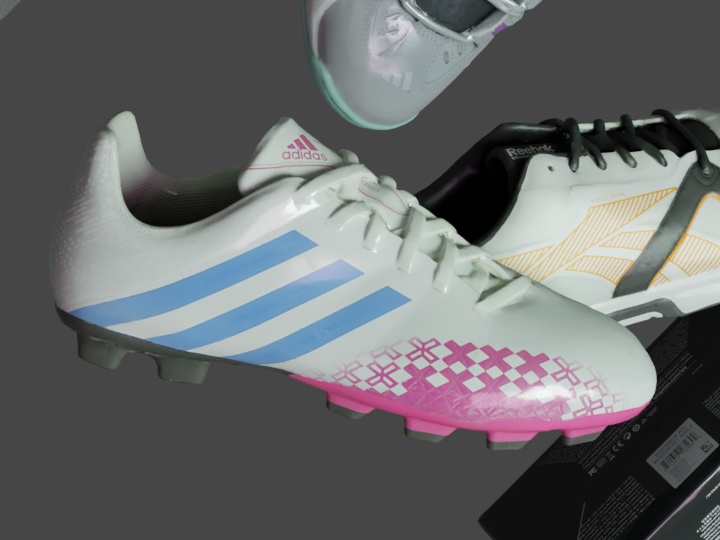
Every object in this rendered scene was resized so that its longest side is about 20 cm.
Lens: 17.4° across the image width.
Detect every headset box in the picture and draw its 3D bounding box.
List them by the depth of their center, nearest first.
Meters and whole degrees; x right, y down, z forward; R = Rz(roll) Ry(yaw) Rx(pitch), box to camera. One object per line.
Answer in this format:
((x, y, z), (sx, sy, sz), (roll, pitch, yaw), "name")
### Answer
((0.166, 0.115, 0.927), (0.149, 0.075, 0.200), (-46, 126, 1), "headset box")

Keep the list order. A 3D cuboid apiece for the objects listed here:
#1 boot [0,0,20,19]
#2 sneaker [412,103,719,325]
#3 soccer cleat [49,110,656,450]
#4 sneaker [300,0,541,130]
((-0.127, -0.156, 0.646), (0.132, 0.070, 0.200), (-40, 137, -7), "boot")
((0.089, -0.023, 0.817), (0.200, 0.074, 0.080), (-28, 123, -13), "sneaker")
((0.000, 0.000, 0.744), (0.200, 0.070, 0.086), (10, 108, 0), "soccer cleat")
((0.062, -0.116, 0.710), (0.078, 0.140, 0.200), (18, 105, -34), "sneaker")
